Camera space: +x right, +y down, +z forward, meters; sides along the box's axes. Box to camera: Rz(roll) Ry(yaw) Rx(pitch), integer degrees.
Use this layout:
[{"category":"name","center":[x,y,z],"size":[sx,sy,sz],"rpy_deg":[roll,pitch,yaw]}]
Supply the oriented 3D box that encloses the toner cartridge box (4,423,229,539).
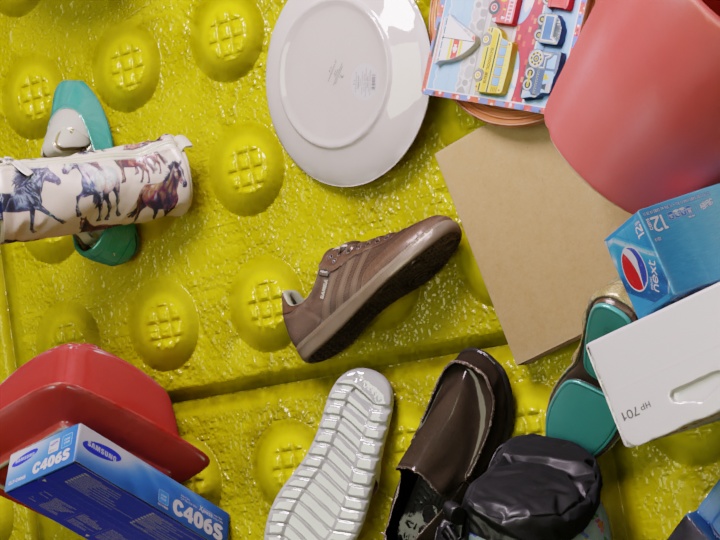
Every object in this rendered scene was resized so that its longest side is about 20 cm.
[{"category":"toner cartridge box","center":[-0.222,0.216,1.669],"size":[0.095,0.200,0.043],"rpy_deg":[-25,45,30]}]

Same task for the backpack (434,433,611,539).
[{"category":"backpack","center":[0.136,0.252,1.449],"size":[0.126,0.167,0.201],"rpy_deg":[14,114,28]}]

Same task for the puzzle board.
[{"category":"puzzle board","center":[0.127,-0.236,1.493],"size":[0.150,0.017,0.201],"rpy_deg":[14,92,39]}]

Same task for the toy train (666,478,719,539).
[{"category":"toy train","center":[0.303,0.184,1.360],"size":[0.087,0.114,0.201],"rpy_deg":[43,113,25]}]

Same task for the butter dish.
[{"category":"butter dish","center":[-0.269,0.137,1.727],"size":[0.199,0.200,0.149],"rpy_deg":[-30,43,33]}]

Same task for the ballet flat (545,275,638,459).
[{"category":"ballet flat","center":[0.200,0.078,1.449],"size":[0.071,0.071,0.201],"rpy_deg":[40,142,26]}]

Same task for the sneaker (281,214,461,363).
[{"category":"sneaker","center":[0.000,0.000,1.586],"size":[0.200,0.070,0.076],"rpy_deg":[-41,69,27]}]

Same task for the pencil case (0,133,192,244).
[{"category":"pencil case","center":[-0.256,-0.079,1.691],"size":[0.090,0.199,0.078],"rpy_deg":[99,155,-47]}]

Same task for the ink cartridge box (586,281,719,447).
[{"category":"ink cartridge box","center":[0.279,0.058,1.322],"size":[0.146,0.200,0.086],"rpy_deg":[-27,76,31]}]

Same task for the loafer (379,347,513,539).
[{"category":"loafer","center":[0.072,0.164,1.540],"size":[0.073,0.071,0.201],"rpy_deg":[23,104,31]}]

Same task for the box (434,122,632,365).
[{"category":"box","center":[0.162,-0.044,1.505],"size":[0.163,0.021,0.201],"rpy_deg":[-28,76,31]}]

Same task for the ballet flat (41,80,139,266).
[{"category":"ballet flat","center":[-0.274,-0.100,1.768],"size":[0.067,0.070,0.201],"rpy_deg":[-27,76,32]}]

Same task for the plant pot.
[{"category":"plant pot","center":[0.244,-0.146,1.361],"size":[0.201,0.200,0.178],"rpy_deg":[52,127,21]}]

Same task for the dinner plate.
[{"category":"dinner plate","center":[-0.019,-0.175,1.609],"size":[0.199,0.024,0.202],"rpy_deg":[3,95,40]}]

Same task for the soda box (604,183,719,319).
[{"category":"soda box","center":[0.284,-0.030,1.319],"size":[0.068,0.199,0.064],"rpy_deg":[67,158,12]}]

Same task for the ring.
[{"category":"ring","center":[0.140,-0.218,1.504],"size":[0.200,0.019,0.202],"rpy_deg":[-6,80,38]}]

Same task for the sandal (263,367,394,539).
[{"category":"sandal","center":[-0.018,0.187,1.620],"size":[0.082,0.050,0.204],"rpy_deg":[27,93,15]}]
